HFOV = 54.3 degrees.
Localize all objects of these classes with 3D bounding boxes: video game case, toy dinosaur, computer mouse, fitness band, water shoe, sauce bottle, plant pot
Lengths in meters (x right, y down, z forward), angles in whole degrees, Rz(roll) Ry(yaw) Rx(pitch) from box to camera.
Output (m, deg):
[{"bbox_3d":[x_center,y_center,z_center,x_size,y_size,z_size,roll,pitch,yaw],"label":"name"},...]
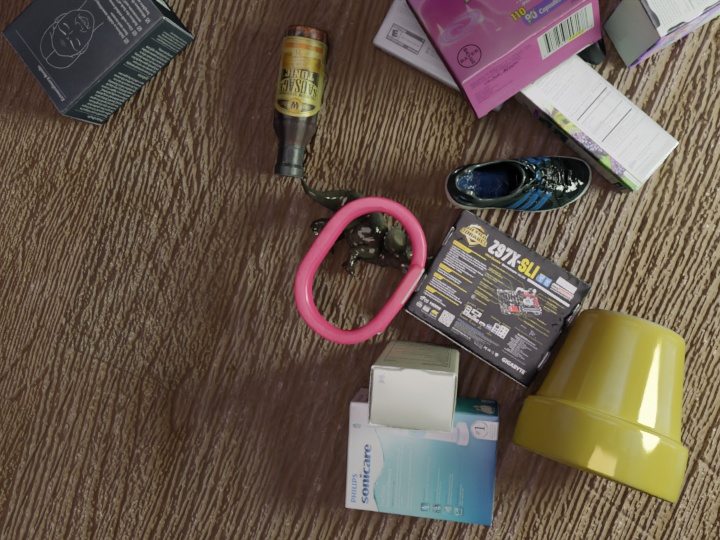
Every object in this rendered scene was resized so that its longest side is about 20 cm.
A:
[{"bbox_3d":[0.144,-0.341,0.944,0.199,0.023,0.183,30,98,8],"label":"video game case"},{"bbox_3d":[-0.003,-0.058,0.969,0.102,0.077,0.200,-41,81,-2],"label":"toy dinosaur"},{"bbox_3d":[0.270,-0.359,0.896,0.034,0.059,0.202,-14,98,33],"label":"computer mouse"},{"bbox_3d":[0.000,0.000,0.918,0.143,0.037,0.201,37,99,10],"label":"fitness band"},{"bbox_3d":[0.210,-0.109,0.899,0.198,0.079,0.072,-8,91,-6],"label":"water shoe"},{"bbox_3d":[-0.085,-0.230,0.969,0.065,0.066,0.202,7,94,9],"label":"sauce bottle"},{"bbox_3d":[0.310,0.158,0.863,0.199,0.201,0.191,20,81,8],"label":"plant pot"}]

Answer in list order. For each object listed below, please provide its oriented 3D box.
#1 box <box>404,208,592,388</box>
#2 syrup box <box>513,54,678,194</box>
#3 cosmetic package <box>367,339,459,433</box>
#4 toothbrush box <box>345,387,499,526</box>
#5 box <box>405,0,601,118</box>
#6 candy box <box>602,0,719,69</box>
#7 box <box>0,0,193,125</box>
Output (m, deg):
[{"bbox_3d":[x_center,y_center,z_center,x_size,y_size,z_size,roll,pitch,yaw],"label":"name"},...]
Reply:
[{"bbox_3d":[0.181,0.036,0.944,0.199,0.049,0.161,31,95,7],"label":"box"},{"bbox_3d":[0.294,-0.194,0.896,0.200,0.079,0.082,42,99,5],"label":"syrup box"},{"bbox_3d":[0.073,0.141,0.891,0.104,0.200,0.072,4,94,10],"label":"cosmetic package"},{"bbox_3d":[0.084,0.248,0.953,0.198,0.085,0.148,3,94,9],"label":"toothbrush box"},{"bbox_3d":[0.161,-0.326,0.850,0.175,0.097,0.201,-31,67,13],"label":"box"},{"bbox_3d":[0.405,-0.335,0.823,0.199,0.168,0.072,-30,90,9],"label":"candy box"},{"bbox_3d":[-0.367,-0.331,0.991,0.199,0.107,0.149,-38,87,9],"label":"box"}]
